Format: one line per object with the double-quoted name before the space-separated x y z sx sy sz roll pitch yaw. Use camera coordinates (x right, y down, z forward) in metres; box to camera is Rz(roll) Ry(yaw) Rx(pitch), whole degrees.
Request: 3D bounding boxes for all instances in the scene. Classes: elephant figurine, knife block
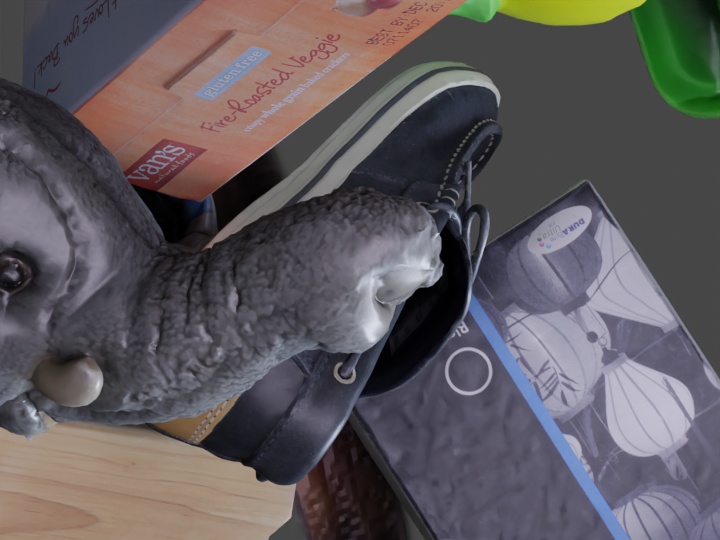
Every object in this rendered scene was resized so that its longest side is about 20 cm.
"elephant figurine" -0.109 0.003 0.608 0.155 0.142 0.200 22 119 -34
"knife block" -0.139 0.050 0.737 0.200 0.064 0.176 -39 113 -18

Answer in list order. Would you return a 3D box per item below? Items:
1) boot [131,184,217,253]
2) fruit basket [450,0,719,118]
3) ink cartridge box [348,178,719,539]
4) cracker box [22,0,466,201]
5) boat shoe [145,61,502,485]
"boot" -0.136 -0.023 0.701 0.199 0.096 0.074 10 62 -33
"fruit basket" 0.097 -0.134 0.802 0.215 0.155 0.216 1 89 -44
"ink cartridge box" 0.079 0.083 0.818 0.099 0.039 0.200 -34 88 -5
"cracker box" -0.029 -0.135 0.686 0.058 0.134 0.201 15 61 -31
"boat shoe" 0.000 0.000 0.756 0.062 0.200 0.075 38 121 3
